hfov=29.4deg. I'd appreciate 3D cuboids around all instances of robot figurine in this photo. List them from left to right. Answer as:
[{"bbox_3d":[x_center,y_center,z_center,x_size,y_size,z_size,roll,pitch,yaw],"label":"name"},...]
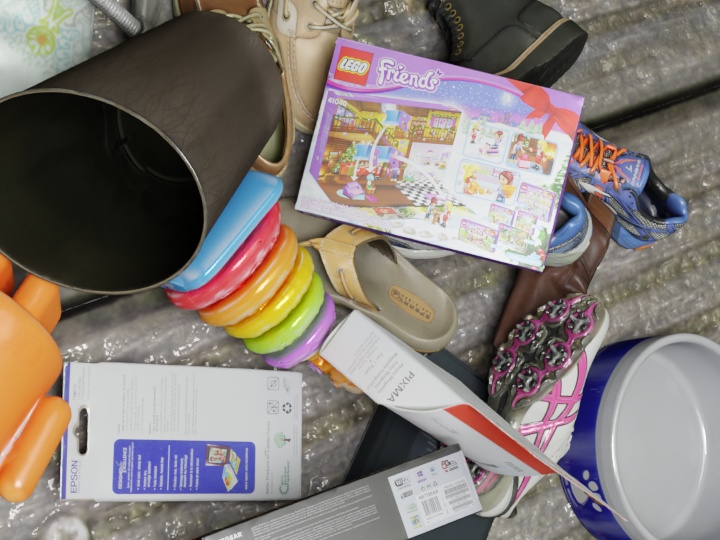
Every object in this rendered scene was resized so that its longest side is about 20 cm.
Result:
[{"bbox_3d":[-0.272,0.079,0.886,0.144,0.116,0.201,47,60,-31],"label":"robot figurine"}]

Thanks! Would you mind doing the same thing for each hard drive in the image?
[{"bbox_3d":[0.057,0.176,1.140,0.139,0.033,0.202,37,65,-25],"label":"hard drive"}]

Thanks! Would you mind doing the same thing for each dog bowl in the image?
[{"bbox_3d":[0.277,0.161,1.262,0.198,0.078,0.203,5,80,-33],"label":"dog bowl"}]

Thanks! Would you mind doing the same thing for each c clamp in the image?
[{"bbox_3d":[-0.186,-0.221,0.990,0.200,0.027,0.173,47,47,-51],"label":"c clamp"}]

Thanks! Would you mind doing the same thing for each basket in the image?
[{"bbox_3d":[-0.142,-0.091,0.926,0.200,0.178,0.138,-53,143,-56],"label":"basket"}]

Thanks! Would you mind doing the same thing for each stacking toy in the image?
[{"bbox_3d":[-0.060,0.028,1.036,0.200,0.116,0.110,47,72,-25],"label":"stacking toy"}]

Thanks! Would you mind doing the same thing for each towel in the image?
[{"bbox_3d":[-0.282,-0.154,0.948,0.198,0.048,0.173,13,78,-32],"label":"towel"}]

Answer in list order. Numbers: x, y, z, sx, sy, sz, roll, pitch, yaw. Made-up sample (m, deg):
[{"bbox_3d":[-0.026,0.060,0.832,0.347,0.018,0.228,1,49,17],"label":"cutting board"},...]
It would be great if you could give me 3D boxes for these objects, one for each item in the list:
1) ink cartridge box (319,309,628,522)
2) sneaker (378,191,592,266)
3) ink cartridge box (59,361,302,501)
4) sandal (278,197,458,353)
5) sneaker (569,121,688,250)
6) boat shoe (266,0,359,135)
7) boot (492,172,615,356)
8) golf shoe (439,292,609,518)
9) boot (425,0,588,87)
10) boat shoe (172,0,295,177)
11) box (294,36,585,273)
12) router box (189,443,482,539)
[{"bbox_3d":[0.080,0.119,0.994,0.057,0.200,0.162,-49,138,4],"label":"ink cartridge box"},{"bbox_3d":[0.093,-0.052,1.121,0.197,0.085,0.078,2,80,4],"label":"sneaker"},{"bbox_3d":[-0.135,0.120,1.017,0.198,0.039,0.101,7,80,-34],"label":"ink cartridge box"},{"bbox_3d":[0.000,0.000,1.102,0.199,0.054,0.081,30,67,-14],"label":"sandal"},{"bbox_3d":[0.227,-0.093,1.262,0.199,0.078,0.076,32,67,-27],"label":"sneaker"},{"bbox_3d":[-0.037,-0.212,1.108,0.071,0.064,0.203,-2,85,-34],"label":"boat shoe"},{"bbox_3d":[0.136,-0.002,1.186,0.185,0.064,0.202,32,64,-22],"label":"boot"},{"bbox_3d":[0.143,0.111,1.125,0.092,0.073,0.201,32,94,-38],"label":"golf shoe"},{"bbox_3d":[0.080,-0.186,1.168,0.138,0.078,0.199,43,54,17],"label":"boot"},{"bbox_3d":[-0.089,-0.165,1.058,0.075,0.074,0.202,-16,93,-26],"label":"boat shoe"},{"bbox_3d":[0.061,-0.088,1.061,0.198,0.039,0.139,15,89,5],"label":"box"},{"bbox_3d":[-0.033,0.188,0.982,0.198,0.157,0.053,-16,81,-24],"label":"router box"}]
